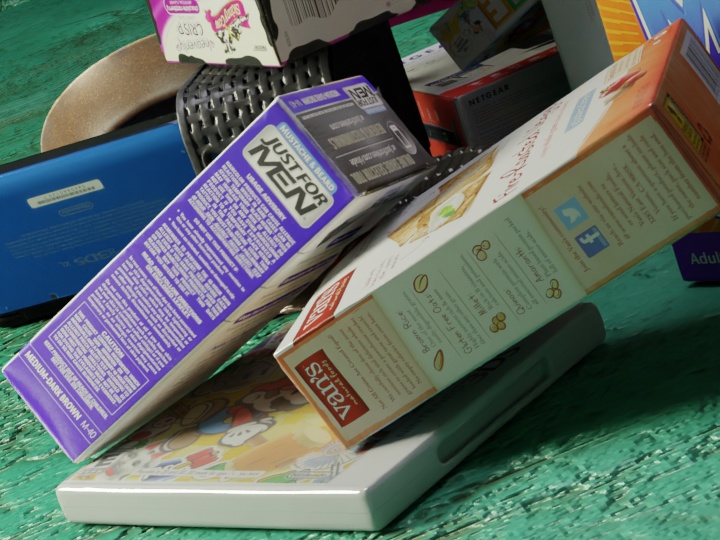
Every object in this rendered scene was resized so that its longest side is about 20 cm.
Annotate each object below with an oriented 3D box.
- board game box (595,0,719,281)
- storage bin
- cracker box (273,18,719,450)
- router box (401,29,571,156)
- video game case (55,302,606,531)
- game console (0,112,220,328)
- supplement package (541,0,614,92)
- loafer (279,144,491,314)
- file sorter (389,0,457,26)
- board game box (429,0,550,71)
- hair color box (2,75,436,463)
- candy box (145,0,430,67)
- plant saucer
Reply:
[{"bbox_3d":[0.253,-0.127,1.026,0.199,0.201,0.200,-1,24,47],"label":"board game box"},{"bbox_3d":[-0.026,-0.074,1.298,0.093,0.136,0.200,-16,16,12],"label":"storage bin"},{"bbox_3d":[0.067,-0.018,0.963,0.200,0.058,0.134,-35,10,22],"label":"cracker box"},{"bbox_3d":[0.119,-0.136,1.494,0.199,0.049,0.179,-25,17,-17],"label":"router box"},{"bbox_3d":[-0.014,0.065,1.032,0.199,0.023,0.182,-5,21,43],"label":"video game case"},{"bbox_3d":[-0.151,-0.046,1.412,0.199,0.171,0.119,-15,43,17],"label":"game console"},{"bbox_3d":[0.219,-0.153,1.315,0.113,0.110,0.200,-5,22,45],"label":"supplement package"},{"bbox_3d":[0.000,0.000,1.153,0.199,0.071,0.073,-16,25,37],"label":"loafer"},{"bbox_3d":[0.029,-0.240,1.450,0.199,0.126,0.139,-18,-6,-1],"label":"file sorter"},{"bbox_3d":[0.140,-0.197,1.370,0.134,0.034,0.200,-43,-7,35],"label":"board game box"},{"bbox_3d":[-0.066,-0.002,1.059,0.200,0.065,0.109,-41,-6,22],"label":"hair color box"},{"bbox_3d":[-0.005,-0.175,1.244,0.199,0.061,0.136,-27,19,-26],"label":"candy box"},{"bbox_3d":[-0.107,-0.089,1.457,0.199,0.035,0.201,-14,-29,-8],"label":"plant saucer"}]
